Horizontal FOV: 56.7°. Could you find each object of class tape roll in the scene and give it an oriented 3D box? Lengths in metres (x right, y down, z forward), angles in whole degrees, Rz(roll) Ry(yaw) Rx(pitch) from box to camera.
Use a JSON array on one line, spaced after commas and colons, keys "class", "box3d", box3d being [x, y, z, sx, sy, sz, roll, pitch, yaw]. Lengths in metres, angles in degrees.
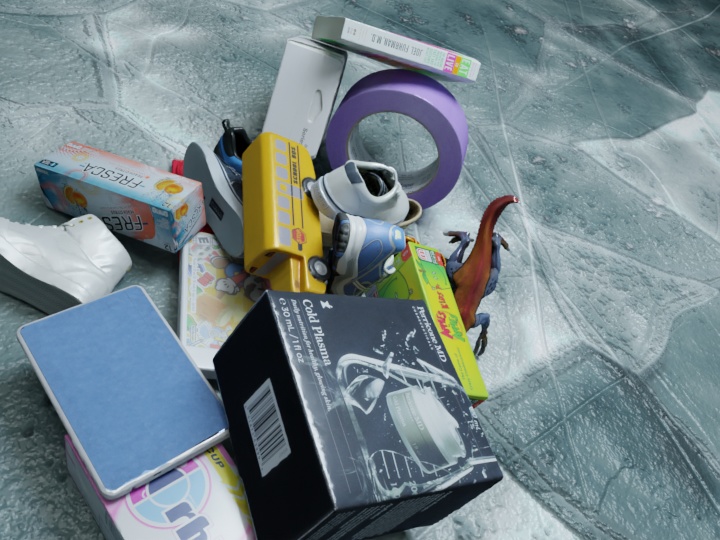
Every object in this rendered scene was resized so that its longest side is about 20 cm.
[{"class": "tape roll", "box3d": [0.053, -0.183, 0.962, 0.199, 0.201, 0.066, 23, 44, 0]}]

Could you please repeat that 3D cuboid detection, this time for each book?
[{"class": "book", "box3d": [0.047, -0.302, 0.903, 0.199, 0.048, 0.134, 10, 16, -23]}]

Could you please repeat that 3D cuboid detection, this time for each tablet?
[{"class": "tablet", "box3d": [-0.221, 0.103, 0.625, 0.130, 0.014, 0.200, -23, 58, -35]}]

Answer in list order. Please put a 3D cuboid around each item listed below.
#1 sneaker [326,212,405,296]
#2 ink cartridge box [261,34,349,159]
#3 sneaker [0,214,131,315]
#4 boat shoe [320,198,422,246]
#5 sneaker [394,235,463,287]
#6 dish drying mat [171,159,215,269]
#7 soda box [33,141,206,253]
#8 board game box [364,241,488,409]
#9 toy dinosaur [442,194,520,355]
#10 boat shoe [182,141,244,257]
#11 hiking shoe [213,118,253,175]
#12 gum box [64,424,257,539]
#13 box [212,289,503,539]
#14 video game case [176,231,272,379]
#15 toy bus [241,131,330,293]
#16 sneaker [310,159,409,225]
[{"class": "sneaker", "box3d": [0.000, 0.000, 0.780, 0.076, 0.200, 0.076, 3, 70, -8]}, {"class": "ink cartridge box", "box3d": [-0.077, -0.259, 0.973, 0.084, 0.147, 0.200, 17, 20, -5]}, {"class": "sneaker", "box3d": [-0.361, -0.029, 0.751, 0.199, 0.074, 0.116, 32, 43, -5]}, {"class": "boat shoe", "box3d": [0.001, -0.076, 0.907, 0.199, 0.065, 0.073, -5, 80, -42]}, {"class": "sneaker", "box3d": [0.067, -0.007, 0.893, 0.199, 0.077, 0.079, 8, 45, -17]}, {"class": "dish drying mat", "box3d": [-0.209, -0.078, 0.889, 0.076, 0.018, 0.201, 2, 48, -22]}, {"class": "soda box", "box3d": [-0.288, -0.091, 0.806, 0.199, 0.064, 0.068, 19, 42, 16]}, {"class": "board game box", "box3d": [0.068, 0.078, 0.756, 0.047, 0.102, 0.201, 14, 45, -31]}, {"class": "toy dinosaur", "box3d": [0.113, 0.030, 0.807, 0.104, 0.201, 0.182, 14, 57, 13]}, {"class": "boat shoe", "box3d": [-0.156, -0.089, 0.856, 0.090, 0.071, 0.201, -1, 44, -43]}, {"class": "hiking shoe", "box3d": [-0.117, -0.115, 0.903, 0.199, 0.087, 0.075, 31, 44, -6]}, {"class": "gum box", "box3d": [-0.166, 0.213, 0.598, 0.113, 0.066, 0.200, -24, 60, -36]}, {"class": "box", "box3d": [-0.007, 0.136, 0.620, 0.196, 0.124, 0.201, 6, 50, -40]}, {"class": "video game case", "box3d": [-0.124, 0.044, 0.792, 0.181, 0.023, 0.201, 10, 46, -23]}, {"class": "toy bus", "box3d": [-0.089, -0.054, 0.760, 0.078, 0.065, 0.201, 17, 53, -37]}, {"class": "sneaker", "box3d": [0.022, -0.092, 0.815, 0.200, 0.071, 0.073, -8, 73, -61]}]
